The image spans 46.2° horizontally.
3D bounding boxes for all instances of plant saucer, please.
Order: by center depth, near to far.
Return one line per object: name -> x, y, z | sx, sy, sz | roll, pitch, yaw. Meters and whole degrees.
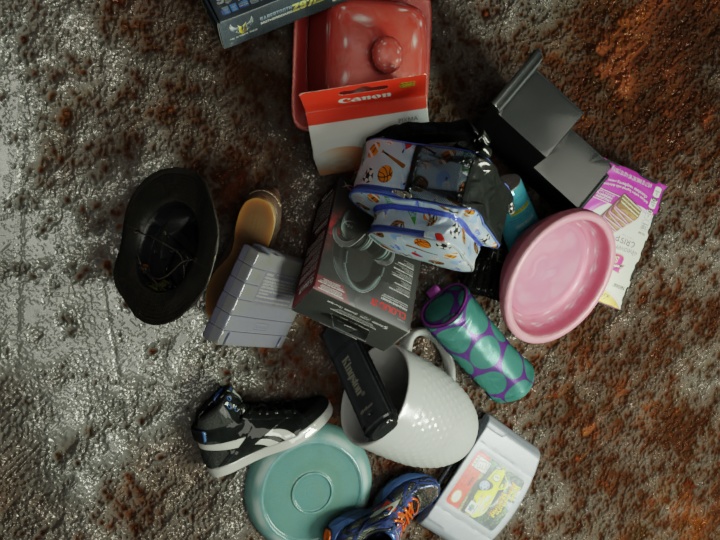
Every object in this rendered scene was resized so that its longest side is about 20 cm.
plant saucer -> 0.268, 0.003, 1.179 | 0.197, 0.051, 0.204 | -17, 125, -24
plant saucer -> -0.074, 0.326, 1.255 | 0.195, 0.027, 0.205 | -3, 102, -15

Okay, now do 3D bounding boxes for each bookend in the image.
bookend -> 0.261, -0.174, 1.140 | 0.198, 0.200, 0.092 | 42, 89, 2

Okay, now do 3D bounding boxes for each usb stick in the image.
usb stick -> -0.003, 0.143, 1.159 | 0.055, 0.201, 0.033 | -38, 136, 10

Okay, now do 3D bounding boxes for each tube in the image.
tube -> 0.235, -0.040, 1.196 | 0.077, 0.050, 0.202 | -33, 120, -6

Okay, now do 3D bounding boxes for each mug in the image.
mug -> 0.086, 0.182, 1.223 | 0.174, 0.146, 0.204 | 29, 62, -33

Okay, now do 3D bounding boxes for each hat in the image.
hat -> -0.232, -0.027, 1.104 | 0.080, 0.198, 0.204 | 16, 97, -54

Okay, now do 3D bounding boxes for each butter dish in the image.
butter dish -> 0.016, -0.279, 1.107 | 0.195, 0.148, 0.204 | 0, 101, -16

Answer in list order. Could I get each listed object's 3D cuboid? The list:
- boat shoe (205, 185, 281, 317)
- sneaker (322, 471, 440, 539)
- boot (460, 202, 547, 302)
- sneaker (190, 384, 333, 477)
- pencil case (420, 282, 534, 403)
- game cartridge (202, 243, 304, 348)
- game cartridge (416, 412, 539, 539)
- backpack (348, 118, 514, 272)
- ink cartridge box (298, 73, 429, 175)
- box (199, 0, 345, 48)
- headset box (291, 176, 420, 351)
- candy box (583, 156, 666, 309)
boat shoe -> -0.152, -0.019, 1.144 | 0.069, 0.071, 0.202 | 25, 113, -6
sneaker -> 0.043, 0.376, 1.256 | 0.198, 0.078, 0.077 | -30, 123, -21
boot -> 0.167, -0.048, 1.227 | 0.208, 0.079, 0.161 | 22, 94, -19
sneaker -> -0.143, 0.200, 1.187 | 0.197, 0.073, 0.114 | -26, 107, -8
pencil case -> 0.172, 0.109, 1.239 | 0.085, 0.093, 0.200 | -37, 120, 10
game cartridge -> -0.128, 0.036, 1.112 | 0.038, 0.200, 0.132 | 22, 90, 19
game cartridge -> 0.192, 0.341, 1.329 | 0.132, 0.041, 0.202 | 34, 90, -23
backpack -> 0.082, -0.090, 1.064 | 0.156, 0.188, 0.200 | -64, 153, -11
ink cartridge box -> 0.012, -0.181, 1.080 | 0.158, 0.200, 0.051 | -8, 81, 2
box -> -0.114, -0.384, 1.059 | 0.197, 0.051, 0.160 | -23, 66, -10
headset box -> 0.000, 0.000, 1.138 | 0.147, 0.077, 0.203 | 25, 54, -18
candy box -> 0.366, -0.060, 1.291 | 0.134, 0.061, 0.204 | 18, 95, -18
